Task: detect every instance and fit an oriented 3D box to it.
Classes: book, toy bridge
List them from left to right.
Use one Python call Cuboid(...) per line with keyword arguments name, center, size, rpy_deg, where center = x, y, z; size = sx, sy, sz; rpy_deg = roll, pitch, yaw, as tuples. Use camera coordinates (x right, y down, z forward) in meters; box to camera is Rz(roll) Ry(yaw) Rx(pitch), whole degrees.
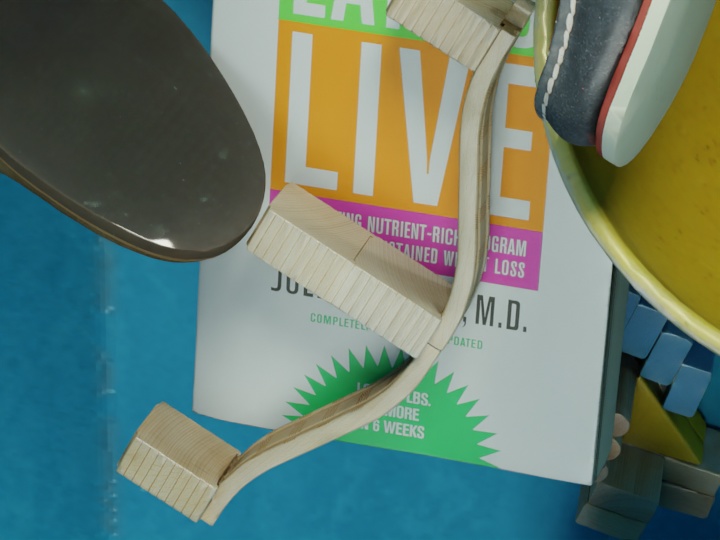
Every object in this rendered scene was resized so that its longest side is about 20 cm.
Cuboid(name="toy bridge", center=(0.000, 0.000, 0.780), size=(0.067, 0.027, 0.200), rpy_deg=(33, 117, 1))
Cuboid(name="book", center=(0.019, -0.043, 0.797), size=(0.133, 0.048, 0.201), rpy_deg=(8, 111, 13))

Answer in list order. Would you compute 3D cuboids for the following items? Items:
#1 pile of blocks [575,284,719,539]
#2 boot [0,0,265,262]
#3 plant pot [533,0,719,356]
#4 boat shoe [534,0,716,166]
Cuboid(name="pile of blocks", center=(0.070, 0.020, 0.865), size=(0.082, 0.062, 0.200), rpy_deg=(-26, 120, 30))
Cuboid(name="boot", center=(-0.109, -0.058, 0.814), size=(0.200, 0.074, 0.076), rpy_deg=(37, 146, 20))
Cuboid(name="plant pot", center=(0.157, -0.046, 0.719), size=(0.199, 0.201, 0.142), rpy_deg=(0, 166, 13))
Cuboid(name="boat shoe", center=(0.070, -0.127, 0.637), size=(0.062, 0.071, 0.201), rpy_deg=(15, 93, 11))
